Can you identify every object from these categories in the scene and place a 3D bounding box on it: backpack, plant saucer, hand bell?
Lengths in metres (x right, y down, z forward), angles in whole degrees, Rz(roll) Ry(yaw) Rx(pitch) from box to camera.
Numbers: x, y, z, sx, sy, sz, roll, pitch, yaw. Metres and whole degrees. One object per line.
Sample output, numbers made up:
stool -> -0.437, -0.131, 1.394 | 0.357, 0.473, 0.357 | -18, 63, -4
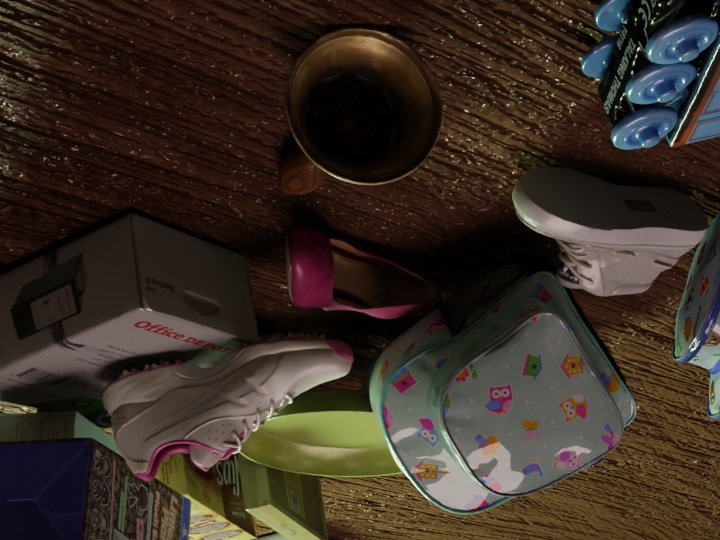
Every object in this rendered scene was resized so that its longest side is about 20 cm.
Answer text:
backpack -> 0.111, 0.106, 1.499 | 0.200, 0.153, 0.176 | -31, 109, 8
plant saucer -> -0.015, 0.146, 1.642 | 0.200, 0.031, 0.200 | 1, 158, 0
hand bell -> -0.023, -0.085, 1.232 | 0.104, 0.104, 0.200 | -2, 169, -16
backpack -> 0.345, 0.038, 1.496 | 0.154, 0.191, 0.200 | 7, 157, 4

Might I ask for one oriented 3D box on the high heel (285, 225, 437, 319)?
high heel -> 0.000, 0.000, 1.431 | 0.096, 0.067, 0.200 | -3, 174, 11

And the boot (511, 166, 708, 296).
boot -> 0.181, -0.020, 1.420 | 0.200, 0.074, 0.096 | 7, 132, -37

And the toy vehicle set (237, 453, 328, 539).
toy vehicle set -> -0.079, 0.199, 1.800 | 0.026, 0.124, 0.200 | -14, 157, 11

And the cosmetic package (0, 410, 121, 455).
cosmetic package -> -0.248, 0.171, 1.563 | 0.082, 0.051, 0.200 | -1, 160, 13

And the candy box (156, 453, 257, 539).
candy box -> -0.164, 0.194, 1.768 | 0.056, 0.117, 0.200 | -15, 156, 13

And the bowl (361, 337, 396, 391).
bowl -> 0.108, 0.103, 1.710 | 0.200, 0.075, 0.200 | -15, 156, 15

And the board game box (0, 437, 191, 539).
board game box -> -0.249, 0.211, 1.461 | 0.159, 0.097, 0.200 | -4, 158, 16

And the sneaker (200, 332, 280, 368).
sneaker -> -0.118, 0.093, 1.553 | 0.082, 0.074, 0.200 | -13, 174, 12

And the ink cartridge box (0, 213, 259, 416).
ink cartridge box -> -0.202, 0.041, 1.429 | 0.200, 0.084, 0.146 | -23, 155, 29

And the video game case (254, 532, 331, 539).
video game case -> -0.115, 0.393, 2.351 | 0.181, 0.045, 0.200 | -18, 156, 17

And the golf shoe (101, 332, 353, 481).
golf shoe -> -0.098, 0.107, 1.405 | 0.200, 0.092, 0.075 | -14, 161, 3

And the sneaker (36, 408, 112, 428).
sneaker -> -0.205, 0.094, 1.555 | 0.200, 0.080, 0.071 | -24, 151, 35

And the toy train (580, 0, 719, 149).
toy train -> 0.212, -0.150, 1.144 | 0.114, 0.087, 0.200 | -14, 156, -11
